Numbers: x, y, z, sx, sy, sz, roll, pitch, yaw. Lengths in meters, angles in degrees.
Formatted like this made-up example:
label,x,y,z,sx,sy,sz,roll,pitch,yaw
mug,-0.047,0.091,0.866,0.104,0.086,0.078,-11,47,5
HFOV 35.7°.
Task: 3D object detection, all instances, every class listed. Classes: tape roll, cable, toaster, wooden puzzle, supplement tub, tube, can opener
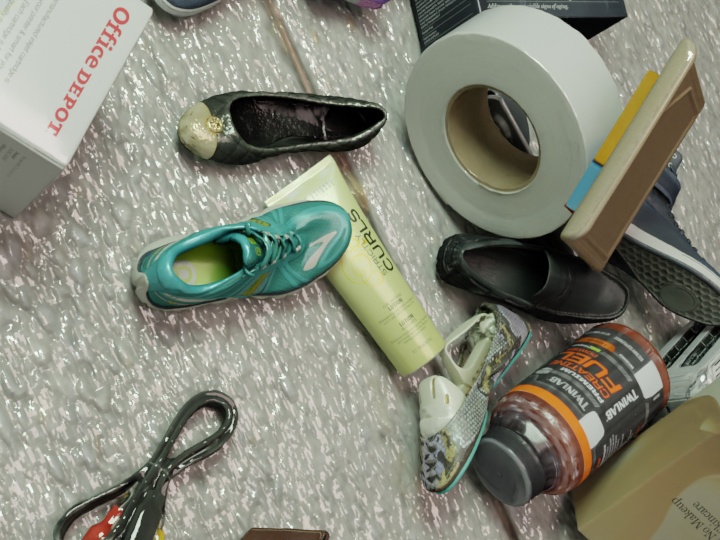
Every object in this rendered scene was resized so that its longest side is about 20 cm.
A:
label,x,y,z,sx,sy,sz,roll,pitch,yaw
tape roll,0.137,-0.133,1.020,0.071,0.202,0.203,-38,99,-37
cable,-0.168,0.174,0.867,0.096,0.050,0.201,26,52,-5
toaster,0.375,0.126,1.152,0.200,0.113,0.130,-37,102,-33
wooden puzzle,0.235,-0.094,0.970,0.037,0.200,0.186,33,94,18
supplement tub,0.195,0.138,1.047,0.199,0.107,0.108,-32,95,-33
tube,0.000,0.000,0.997,0.201,0.052,0.058,56,30,-3
can opener,0.178,-0.093,1.125,0.067,0.053,0.201,-36,99,-32

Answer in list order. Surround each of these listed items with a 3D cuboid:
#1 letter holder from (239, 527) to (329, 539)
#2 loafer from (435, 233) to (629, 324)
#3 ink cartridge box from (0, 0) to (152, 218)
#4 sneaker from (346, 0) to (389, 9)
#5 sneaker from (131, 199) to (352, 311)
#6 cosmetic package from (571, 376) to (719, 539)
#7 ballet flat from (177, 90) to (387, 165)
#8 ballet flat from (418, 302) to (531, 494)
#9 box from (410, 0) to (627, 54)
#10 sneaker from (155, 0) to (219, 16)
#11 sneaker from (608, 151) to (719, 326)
label,x,y,z,sx,sy,sz,roll,pitch,yaw
letter holder,-0.087,0.293,0.814,0.200,0.142,0.101,-43,101,-32
loafer,0.169,0.010,1.059,0.199,0.070,0.069,14,87,-14
ink cartridge box,-0.283,-0.163,0.801,0.199,0.146,0.148,33,63,-21
sneaker,0.017,-0.332,1.066,0.088,0.080,0.202,24,72,-19
sneaker,-0.087,-0.011,0.917,0.199,0.079,0.078,-19,90,-28
cosmetic package,0.306,0.197,1.045,0.105,0.200,0.071,40,23,-15
ballet flat,-0.067,-0.133,0.980,0.198,0.057,0.067,-10,82,-33
ballet flat,0.089,0.106,1.014,0.072,0.072,0.201,43,55,-15
box,0.147,-0.320,1.130,0.198,0.104,0.184,-9,82,-33
sneaker,-0.089,-0.306,0.949,0.077,0.146,0.203,49,60,-14
sneaker,0.326,-0.046,1.163,0.202,0.077,0.146,36,57,8
